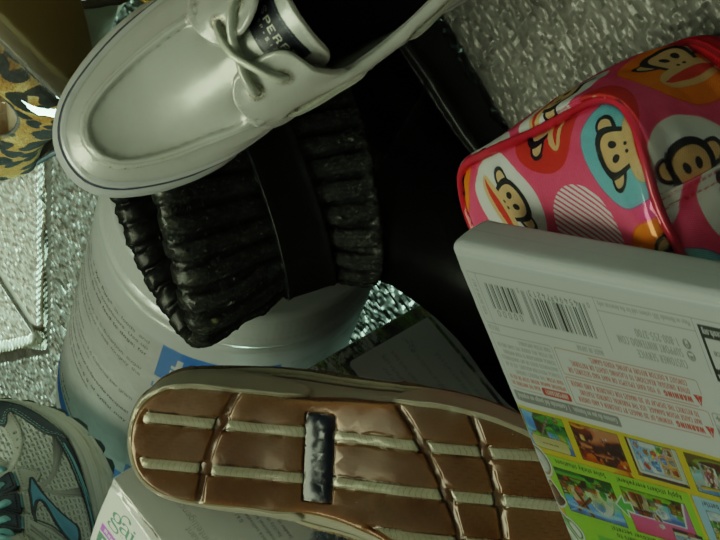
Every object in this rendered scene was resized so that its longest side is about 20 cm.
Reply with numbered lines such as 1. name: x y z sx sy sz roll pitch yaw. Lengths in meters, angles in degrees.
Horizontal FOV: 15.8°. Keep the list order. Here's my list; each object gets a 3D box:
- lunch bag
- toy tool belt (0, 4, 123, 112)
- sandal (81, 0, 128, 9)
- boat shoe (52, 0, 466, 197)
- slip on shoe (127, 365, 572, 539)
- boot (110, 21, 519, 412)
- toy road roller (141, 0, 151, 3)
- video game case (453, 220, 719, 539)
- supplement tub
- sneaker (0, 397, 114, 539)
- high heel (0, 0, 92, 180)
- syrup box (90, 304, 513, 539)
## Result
1. lunch bag: 0.120 0.022 0.987 0.200 0.082 0.176 62 153 -2
2. toy tool belt: -0.210 -0.159 1.322 0.200 0.125 0.123 37 155 3
3. sandal: -0.138 -0.154 1.220 0.201 0.057 0.080 23 -179 24
4. boat shoe: -0.030 -0.091 1.001 0.072 0.200 0.066 64 178 -3
5. slip on shoe: 0.006 0.079 1.066 0.200 0.061 0.076 7 101 11
6. boot: -0.001 0.000 1.086 0.211 0.158 0.079 57 153 8
7. toy road roller: -0.098 -0.170 1.066 0.146 0.200 0.123 77 -167 -51
8. video game case: 0.128 0.074 0.919 0.200 0.023 0.182 12 130 55
9. supplement tub: -0.070 0.018 1.232 0.132 0.132 0.200 51 152 18
10. sneaker: -0.151 0.127 1.182 0.078 0.086 0.200 -56 50 21
11. high heel: -0.182 -0.087 1.184 0.142 0.200 0.071 -13 72 21
12. syrup box: -0.017 0.096 1.156 0.079 0.200 0.081 50 150 18
